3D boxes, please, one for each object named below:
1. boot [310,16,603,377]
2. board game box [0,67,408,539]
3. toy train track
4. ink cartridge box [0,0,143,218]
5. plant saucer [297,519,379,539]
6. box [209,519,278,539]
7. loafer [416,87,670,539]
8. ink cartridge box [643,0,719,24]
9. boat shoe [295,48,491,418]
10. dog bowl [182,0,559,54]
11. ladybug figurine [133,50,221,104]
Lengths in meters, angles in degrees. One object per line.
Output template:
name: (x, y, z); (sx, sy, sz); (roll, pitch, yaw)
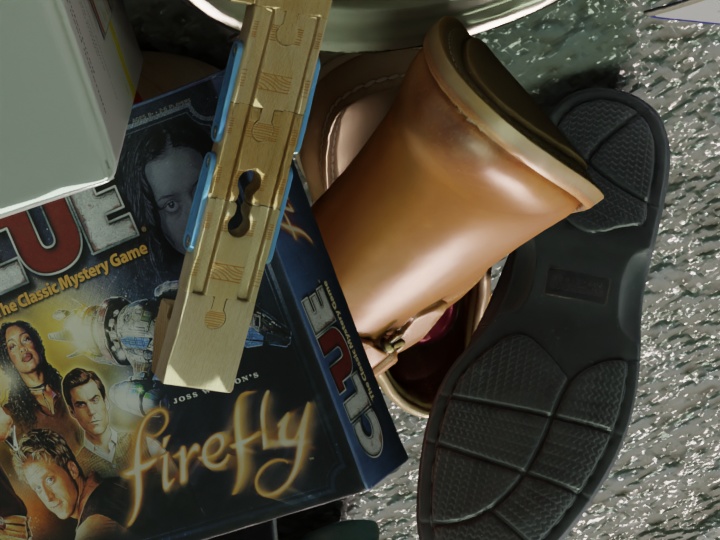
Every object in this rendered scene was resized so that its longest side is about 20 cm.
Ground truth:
boot: (0.000, 0.000, 0.939); (0.154, 0.074, 0.200); (-40, 171, 0)
board game box: (-0.099, 0.029, 0.913); (0.199, 0.136, 0.035); (-19, -175, 26)
toy train track: (-0.029, -0.065, 0.830); (0.114, 0.033, 0.201); (8, 104, -25)
ink cartridge box: (-0.146, -0.059, 0.831); (0.144, 0.200, 0.084); (-19, 102, 1)
plant saucer: (-0.050, 0.195, 1.263); (0.027, 0.201, 0.201); (27, 133, -6)
box: (-0.159, 0.164, 1.173); (0.199, 0.118, 0.197); (15, 136, -21)
loafer: (0.073, 0.031, 1.083); (0.071, 0.201, 0.063); (17, 163, 7)
ink cartridge box: (0.238, -0.116, 1.024); (0.196, 0.047, 0.199); (2, 178, -33)
boat shoe: (0.020, -0.013, 1.086); (0.073, 0.070, 0.200); (-18, 146, -2)
dog bowl: (0.017, -0.160, 0.877); (0.199, 0.074, 0.201); (-13, 145, -9)
ladybug figurine: (-0.111, 0.003, 1.005); (0.199, 0.072, 0.136); (-31, 130, -9)
